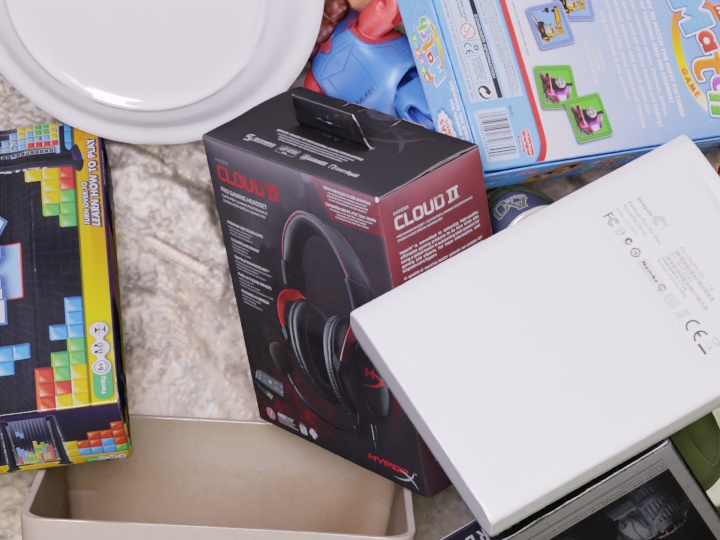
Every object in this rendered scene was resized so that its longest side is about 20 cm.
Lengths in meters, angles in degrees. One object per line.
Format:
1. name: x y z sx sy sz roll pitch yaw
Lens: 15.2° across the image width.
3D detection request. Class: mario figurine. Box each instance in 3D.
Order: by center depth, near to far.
1. mario figurine: 0.013 -0.121 1.499 0.123 0.106 0.200 -36 77 0

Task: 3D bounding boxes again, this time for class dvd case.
1. dvd case: 0.116 0.153 1.421 0.150 0.200 0.025 -32 60 4

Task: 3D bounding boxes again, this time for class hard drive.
1. hard drive: 0.114 0.029 1.337 0.200 0.026 0.132 -28 66 -14

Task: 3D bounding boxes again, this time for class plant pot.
1. plant pot: -0.076 0.192 1.462 0.199 0.200 0.178 3 102 -1

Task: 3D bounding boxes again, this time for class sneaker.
1. sneaker: 0.127 0.041 1.428 0.067 0.090 0.200 -36 92 -3

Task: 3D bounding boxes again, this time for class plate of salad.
1. plate of salad: -0.117 -0.160 1.447 0.199 0.048 0.200 4 123 6

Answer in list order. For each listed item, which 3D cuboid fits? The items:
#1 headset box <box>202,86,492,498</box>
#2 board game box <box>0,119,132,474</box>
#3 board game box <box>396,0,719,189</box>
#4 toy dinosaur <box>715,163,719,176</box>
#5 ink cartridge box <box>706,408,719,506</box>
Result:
1. headset box: 0.000 0.000 1.433 0.075 0.148 0.200 -29 123 -32
2. board game box: -0.213 0.016 1.461 0.165 0.057 0.200 -8 52 -2
3. board game box: 0.119 -0.129 1.466 0.200 0.037 0.152 -10 78 -30
4. toy dinosaur: 0.208 -0.004 1.415 0.136 0.102 0.200 39 77 -18
5. ink cartridge box: 0.166 0.065 1.514 0.199 0.076 0.148 -13 91 -4
